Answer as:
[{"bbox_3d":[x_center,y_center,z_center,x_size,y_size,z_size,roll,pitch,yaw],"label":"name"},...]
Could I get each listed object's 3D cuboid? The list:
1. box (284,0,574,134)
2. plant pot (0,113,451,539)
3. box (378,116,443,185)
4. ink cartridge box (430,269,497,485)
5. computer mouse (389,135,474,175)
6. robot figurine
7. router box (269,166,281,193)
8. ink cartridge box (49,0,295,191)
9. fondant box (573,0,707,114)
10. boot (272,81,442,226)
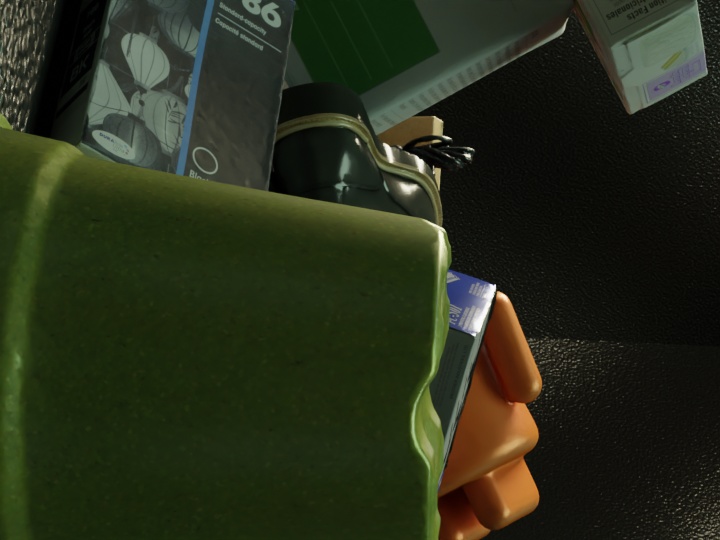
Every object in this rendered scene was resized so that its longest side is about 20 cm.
[{"bbox_3d":[0.011,-0.197,1.246,0.200,0.170,0.200,62,4,-1],"label":"box"},{"bbox_3d":[-0.059,0.044,0.770,0.200,0.182,0.202,3,90,-86],"label":"plant pot"},{"bbox_3d":[-0.025,-0.006,1.447,0.021,0.162,0.202,21,70,-67],"label":"box"},{"bbox_3d":[0.026,0.107,1.172,0.094,0.044,0.202,-56,163,-70],"label":"ink cartridge box"},{"bbox_3d":[-0.038,-0.049,1.328,0.138,0.199,0.053,-11,-77,59],"label":"computer mouse"},{"bbox_3d":[0.038,0.080,1.342,0.201,0.116,0.144,64,-23,7],"label":"robot figurine"},{"bbox_3d":[-0.069,-0.048,1.136,0.200,0.048,0.181,-82,156,-78],"label":"router box"},{"bbox_3d":[-0.084,-0.100,0.968,0.039,0.099,0.201,-39,-146,38],"label":"ink cartridge box"},{"bbox_3d":[0.131,-0.205,1.209,0.201,0.058,0.144,66,6,14],"label":"fondant box"},{"bbox_3d":[0.000,0.000,1.136,0.200,0.077,0.139,37,40,-61],"label":"boot"}]
